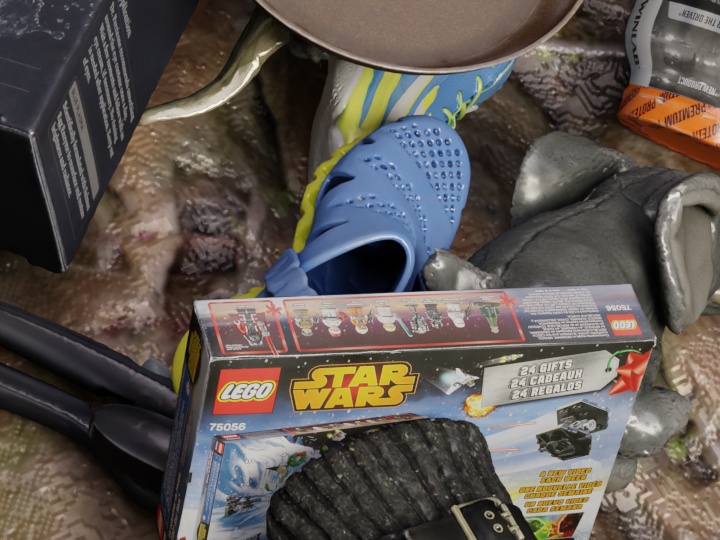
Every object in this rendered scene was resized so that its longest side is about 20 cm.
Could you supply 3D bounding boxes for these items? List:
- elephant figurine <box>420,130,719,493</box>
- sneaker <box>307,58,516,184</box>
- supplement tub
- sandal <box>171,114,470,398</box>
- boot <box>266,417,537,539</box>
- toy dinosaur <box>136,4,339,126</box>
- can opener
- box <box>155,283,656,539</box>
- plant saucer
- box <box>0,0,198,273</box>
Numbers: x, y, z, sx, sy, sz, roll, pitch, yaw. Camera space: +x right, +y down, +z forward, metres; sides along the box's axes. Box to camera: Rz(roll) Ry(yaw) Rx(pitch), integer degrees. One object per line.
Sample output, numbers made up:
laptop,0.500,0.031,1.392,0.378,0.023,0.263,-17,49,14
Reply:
elephant figurine,0.128,-0.006,1.273,0.141,0.155,0.200,34,67,7
sneaker,0.031,-0.093,1.329,0.105,0.076,0.200,9,61,-10
supplement tub,0.213,-0.153,1.344,0.122,0.123,0.200,23,88,-1
sandal,0.000,0.000,1.201,0.079,0.087,0.200,45,54,-15
boot,0.079,0.132,1.087,0.211,0.080,0.158,1,34,-30
toy dinosaur,-0.024,-0.135,1.291,0.088,0.047,0.200,20,67,39
can opener,-0.133,0.055,1.226,0.200,0.079,0.063,28,61,14
box,0.017,0.071,1.143,0.199,0.137,0.040,-2,43,-17
plant saucer,0.016,-0.171,1.262,0.200,0.032,0.201,8,58,-12
box,-0.198,-0.132,1.247,0.196,0.118,0.200,16,59,12
